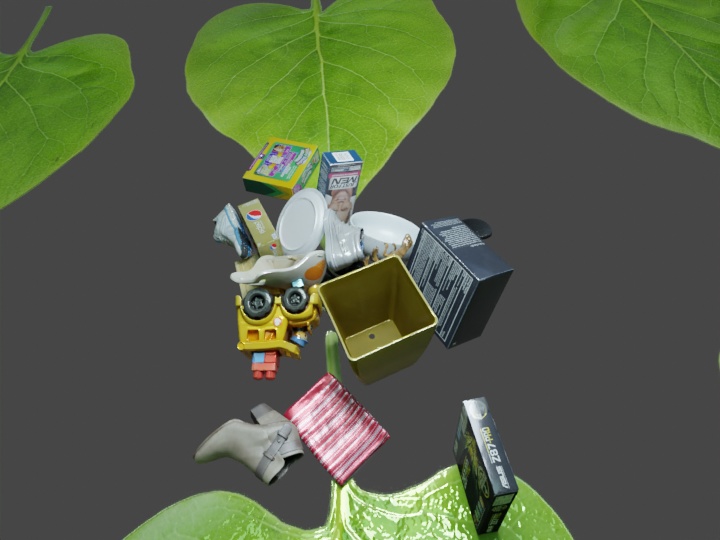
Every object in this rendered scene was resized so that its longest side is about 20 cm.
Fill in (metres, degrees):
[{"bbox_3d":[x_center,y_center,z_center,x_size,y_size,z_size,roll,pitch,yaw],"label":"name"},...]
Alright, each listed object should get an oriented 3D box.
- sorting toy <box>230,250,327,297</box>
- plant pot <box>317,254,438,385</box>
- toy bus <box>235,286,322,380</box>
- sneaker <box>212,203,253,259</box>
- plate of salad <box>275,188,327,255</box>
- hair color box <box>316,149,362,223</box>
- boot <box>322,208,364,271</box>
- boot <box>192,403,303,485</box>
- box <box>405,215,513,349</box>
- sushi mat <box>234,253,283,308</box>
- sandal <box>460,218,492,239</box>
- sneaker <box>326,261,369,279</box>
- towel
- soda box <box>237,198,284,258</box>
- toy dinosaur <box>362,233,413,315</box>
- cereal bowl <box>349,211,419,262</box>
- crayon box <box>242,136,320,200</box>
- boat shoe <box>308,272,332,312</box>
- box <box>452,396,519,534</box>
[{"bbox_3d":[-0.201,0.012,1.235,0.196,0.111,0.177,-3,-2,40],"label":"sorting toy"},{"bbox_3d":[0.037,0.127,1.147,0.195,0.179,0.202,-21,50,-12],"label":"plant pot"},{"bbox_3d":[-0.182,0.147,1.191,0.192,0.137,0.198,-3,67,0],"label":"toy bus"},{"bbox_3d":[-0.353,-0.090,1.442,0.085,0.076,0.202,-33,48,1],"label":"sneaker"},{"bbox_3d":[-0.153,-0.117,1.406,0.196,0.047,0.207,-16,66,38],"label":"plate of salad"},{"bbox_3d":[-0.063,-0.212,1.408,0.097,0.204,0.061,-11,46,-26],"label":"hair color box"},{"bbox_3d":[-0.035,-0.083,1.263,0.093,0.075,0.204,-16,45,7],"label":"boot"},{"bbox_3d":[-0.214,0.362,1.050,0.197,0.071,0.146,-34,57,-20],"label":"boot"},{"bbox_3d":[0.206,0.025,1.187,0.120,0.204,0.199,-12,46,-33],"label":"box"},{"bbox_3d":[-0.262,0.036,1.358,0.093,0.012,0.203,-18,51,-7],"label":"sushi mat"},{"bbox_3d":[0.250,-0.091,1.401,0.193,0.046,0.076,-6,43,20],"label":"sandal"},{"bbox_3d":[0.000,0.000,1.297,0.194,0.114,0.074,12,52,15],"label":"sneaker"},{"bbox_3d":[-0.053,0.320,1.099,0.143,0.023,0.199,-37,57,-22],"label":"towel"},{"bbox_3d":[-0.269,-0.106,1.428,0.062,0.069,0.202,-21,46,-13],"label":"soda box"},{"bbox_3d":[0.057,0.004,1.221,0.105,0.205,0.060,32,30,21],"label":"toy dinosaur"},{"bbox_3d":[0.059,-0.073,1.348,0.193,0.086,0.201,11,25,-5],"label":"cereal bowl"},{"bbox_3d":[-0.236,-0.310,1.611,0.167,0.059,0.203,14,54,15],"label":"crayon box"},{"bbox_3d":[-0.103,0.035,1.308,0.197,0.066,0.073,33,58,27],"label":"boat shoe"},{"bbox_3d":[0.214,0.346,0.934,0.047,0.203,0.165,-8,50,-4],"label":"box"}]
